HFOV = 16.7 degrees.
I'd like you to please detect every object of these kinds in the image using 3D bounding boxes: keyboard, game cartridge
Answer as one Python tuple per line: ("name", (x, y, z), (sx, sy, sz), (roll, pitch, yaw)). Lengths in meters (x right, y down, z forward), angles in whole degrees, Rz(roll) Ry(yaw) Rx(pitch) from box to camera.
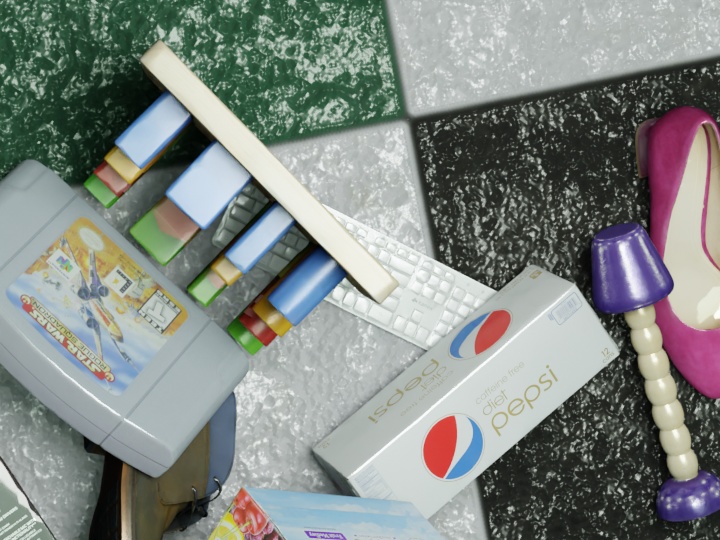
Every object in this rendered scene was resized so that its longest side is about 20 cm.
("keyboard", (0.000, 0.000, 1.629), (0.199, 0.011, 0.057), (26, 85, -13))
("game cartridge", (-0.171, 0.031, 1.525), (0.200, 0.133, 0.042), (43, 124, -4))

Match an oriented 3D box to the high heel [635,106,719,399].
("high heel", (0.232, -0.010, 1.640), (0.067, 0.096, 0.202), (-8, 93, -13))

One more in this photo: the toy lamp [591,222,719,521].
("toy lamp", (0.197, 0.067, 1.644), (0.058, 0.058, 0.201), (-19, 105, -12))

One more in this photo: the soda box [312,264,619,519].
("soda box", (0.069, 0.086, 1.613), (0.200, 0.068, 0.064), (-39, 114, -10))

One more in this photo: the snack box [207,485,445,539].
("snack box", (-0.053, 0.234, 1.517), (0.168, 0.068, 0.201), (10, 120, -49))

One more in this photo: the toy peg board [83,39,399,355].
("toy peg board", (-0.085, -0.031, 1.504), (0.200, 0.199, 0.098), (45, 89, -4))

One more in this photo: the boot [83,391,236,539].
("boot", (-0.119, 0.144, 1.541), (0.096, 0.075, 0.201), (7, 58, -22))

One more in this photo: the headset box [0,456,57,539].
("headset box", (-0.250, 0.215, 1.540), (0.148, 0.077, 0.201), (-35, 98, -10))
